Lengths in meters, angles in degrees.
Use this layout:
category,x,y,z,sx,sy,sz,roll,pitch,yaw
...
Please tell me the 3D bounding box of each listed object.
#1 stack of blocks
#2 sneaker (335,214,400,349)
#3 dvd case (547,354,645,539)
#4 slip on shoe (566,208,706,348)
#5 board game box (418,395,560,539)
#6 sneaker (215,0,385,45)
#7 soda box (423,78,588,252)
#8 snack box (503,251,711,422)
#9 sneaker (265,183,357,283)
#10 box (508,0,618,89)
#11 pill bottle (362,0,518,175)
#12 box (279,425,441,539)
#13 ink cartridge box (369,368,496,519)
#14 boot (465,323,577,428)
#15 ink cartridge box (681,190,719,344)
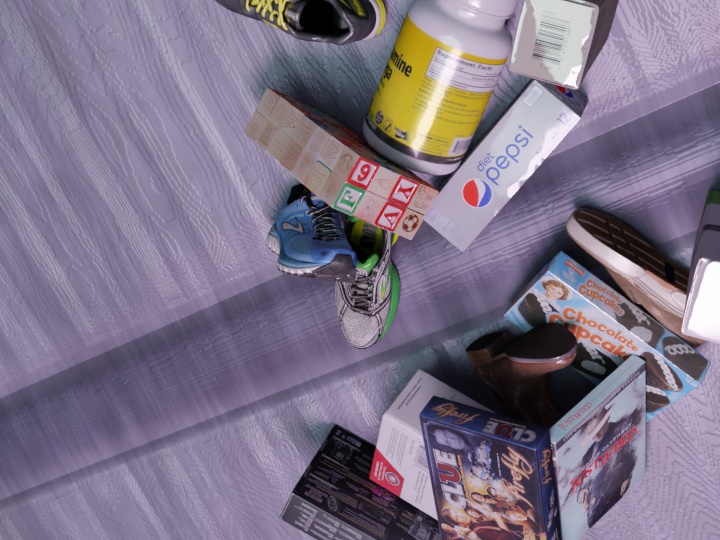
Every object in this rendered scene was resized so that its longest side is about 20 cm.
category,x,y,z,sx,sy,sz,roll,pitch,yaw
stack of blocks,-0.023,-0.115,1.287,0.200,0.115,0.059,42,107,47
sneaker,0.000,0.000,1.387,0.078,0.085,0.201,9,116,15
dvd case,0.255,0.201,1.324,0.022,0.146,0.200,33,148,38
slip on shoe,0.297,0.010,1.300,0.200,0.076,0.061,31,123,-4
board game box,0.139,0.232,1.293,0.135,0.035,0.201,13,132,31
sneaker,-0.075,-0.287,1.289,0.199,0.085,0.075,15,115,12
soda box,0.150,-0.117,1.294,0.063,0.068,0.200,39,119,-2
snack box,0.264,0.074,1.328,0.200,0.037,0.116,37,147,1
sneaker,-0.054,-0.046,1.337,0.078,0.200,0.090,7,105,-24
box,0.197,-0.239,1.151,0.068,0.200,0.082,17,116,11
pill bottle,0.086,-0.208,1.252,0.112,0.112,0.200,27,118,6
box,0.024,0.284,1.458,0.200,0.160,0.044,28,119,5
ink cartridge box,0.121,0.225,1.400,0.200,0.084,0.145,30,143,16
boot,0.218,0.160,1.355,0.200,0.064,0.186,60,157,-11
ink cartridge box,0.395,0.005,1.188,0.145,0.200,0.084,15,116,13
